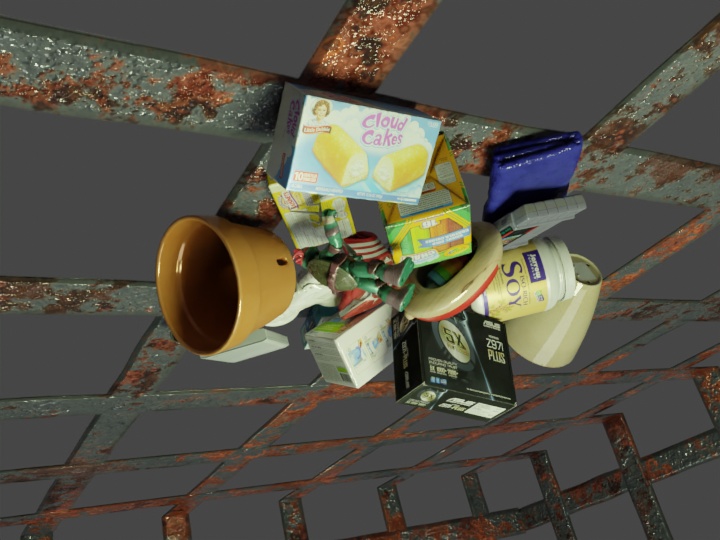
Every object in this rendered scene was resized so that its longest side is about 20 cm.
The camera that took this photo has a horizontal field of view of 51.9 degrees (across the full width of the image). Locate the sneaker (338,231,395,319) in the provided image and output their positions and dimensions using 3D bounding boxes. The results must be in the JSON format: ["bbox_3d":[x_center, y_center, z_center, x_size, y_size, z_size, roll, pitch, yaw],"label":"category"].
[{"bbox_3d":[0.000,0.000,1.251,0.078,0.116,0.200,-20,167,-35],"label":"sneaker"}]

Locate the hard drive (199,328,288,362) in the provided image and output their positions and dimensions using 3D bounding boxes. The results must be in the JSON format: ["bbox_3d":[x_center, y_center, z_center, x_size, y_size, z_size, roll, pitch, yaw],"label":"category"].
[{"bbox_3d":[-0.224,0.150,1.455,0.131,0.027,0.200,-17,169,3],"label":"hard drive"}]

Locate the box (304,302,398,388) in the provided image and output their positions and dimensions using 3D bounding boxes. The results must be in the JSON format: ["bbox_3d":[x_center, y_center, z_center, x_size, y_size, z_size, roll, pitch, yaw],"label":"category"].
[{"bbox_3d":[0.017,0.114,1.359,0.199,0.102,0.112,-33,-162,-30],"label":"box"}]

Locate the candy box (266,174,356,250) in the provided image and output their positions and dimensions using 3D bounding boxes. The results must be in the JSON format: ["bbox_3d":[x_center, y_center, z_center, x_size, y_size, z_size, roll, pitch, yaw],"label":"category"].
[{"bbox_3d":[-0.069,-0.095,1.113,0.101,0.027,0.200,-13,154,2],"label":"candy box"}]

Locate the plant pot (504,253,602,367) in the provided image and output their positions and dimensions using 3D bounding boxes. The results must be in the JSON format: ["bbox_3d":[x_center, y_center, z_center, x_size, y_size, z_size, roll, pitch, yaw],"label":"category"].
[{"bbox_3d":[0.416,0.067,1.552,0.186,0.188,0.201,-1,137,-27],"label":"plant pot"}]

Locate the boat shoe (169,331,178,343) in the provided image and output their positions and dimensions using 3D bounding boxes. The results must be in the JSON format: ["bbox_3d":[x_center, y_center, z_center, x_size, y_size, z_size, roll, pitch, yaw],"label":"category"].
[{"bbox_3d":[-0.262,0.079,1.299,0.067,0.072,0.199,7,149,-45],"label":"boat shoe"}]

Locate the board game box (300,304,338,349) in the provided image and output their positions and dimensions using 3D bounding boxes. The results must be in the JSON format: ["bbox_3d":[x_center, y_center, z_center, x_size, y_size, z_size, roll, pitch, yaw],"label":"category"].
[{"bbox_3d":[-0.008,0.100,1.508,0.198,0.047,0.151,-4,152,-21],"label":"board game box"}]

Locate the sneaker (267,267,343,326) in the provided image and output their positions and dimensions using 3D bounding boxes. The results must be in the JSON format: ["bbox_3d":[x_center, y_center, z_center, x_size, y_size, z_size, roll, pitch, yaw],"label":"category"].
[{"bbox_3d":[-0.110,0.032,1.308,0.198,0.075,0.100,-20,145,-6],"label":"sneaker"}]

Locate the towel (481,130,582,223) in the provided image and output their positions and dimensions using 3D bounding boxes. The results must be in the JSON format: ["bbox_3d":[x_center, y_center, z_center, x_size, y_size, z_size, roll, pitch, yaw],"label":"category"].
[{"bbox_3d":[0.266,-0.145,1.178,0.146,0.050,0.200,-17,156,-3],"label":"towel"}]

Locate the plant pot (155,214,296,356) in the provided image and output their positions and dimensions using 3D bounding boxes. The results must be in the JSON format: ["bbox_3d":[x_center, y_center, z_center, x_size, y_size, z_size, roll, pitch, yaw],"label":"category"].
[{"bbox_3d":[-0.191,0.014,1.099,0.139,0.201,0.200,-10,159,-49],"label":"plant pot"}]

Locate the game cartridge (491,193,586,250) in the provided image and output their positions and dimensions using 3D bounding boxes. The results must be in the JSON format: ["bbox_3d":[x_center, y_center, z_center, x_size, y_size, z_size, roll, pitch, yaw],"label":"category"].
[{"bbox_3d":[0.263,-0.068,1.229,0.129,0.039,0.200,-17,170,-27],"label":"game cartridge"}]

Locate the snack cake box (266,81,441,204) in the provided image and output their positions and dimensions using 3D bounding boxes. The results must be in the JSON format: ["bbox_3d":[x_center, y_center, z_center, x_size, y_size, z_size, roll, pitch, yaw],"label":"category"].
[{"bbox_3d":[-0.007,-0.155,0.923,0.198,0.067,0.116,3,113,-33],"label":"snack cake box"}]

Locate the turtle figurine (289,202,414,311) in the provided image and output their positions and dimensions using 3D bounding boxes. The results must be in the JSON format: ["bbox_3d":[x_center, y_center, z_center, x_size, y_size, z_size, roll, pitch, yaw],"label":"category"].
[{"bbox_3d":[-0.020,-0.012,1.083,0.199,0.101,0.150,23,167,19],"label":"turtle figurine"}]

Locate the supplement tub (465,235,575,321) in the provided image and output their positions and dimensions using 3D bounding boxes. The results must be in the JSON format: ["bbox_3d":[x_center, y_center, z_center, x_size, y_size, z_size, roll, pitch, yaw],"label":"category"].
[{"bbox_3d":[0.284,0.016,1.387,0.198,0.147,0.146,-14,154,-4],"label":"supplement tub"}]

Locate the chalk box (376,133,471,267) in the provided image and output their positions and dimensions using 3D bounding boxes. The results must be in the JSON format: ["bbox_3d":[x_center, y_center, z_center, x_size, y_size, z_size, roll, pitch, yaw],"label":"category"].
[{"bbox_3d":[0.092,-0.085,1.108,0.124,0.125,0.200,-16,154,3],"label":"chalk box"}]

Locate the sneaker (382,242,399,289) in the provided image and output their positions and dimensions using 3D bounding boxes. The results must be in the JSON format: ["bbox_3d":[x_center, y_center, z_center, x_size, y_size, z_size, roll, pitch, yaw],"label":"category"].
[{"bbox_3d":[0.113,-0.018,1.265,0.199,0.113,0.077,-34,149,33],"label":"sneaker"}]

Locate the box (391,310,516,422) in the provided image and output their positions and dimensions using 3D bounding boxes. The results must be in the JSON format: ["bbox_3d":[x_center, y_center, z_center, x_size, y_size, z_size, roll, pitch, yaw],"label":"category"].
[{"bbox_3d":[0.161,0.157,1.287,0.198,0.165,0.086,17,142,-25],"label":"box"}]

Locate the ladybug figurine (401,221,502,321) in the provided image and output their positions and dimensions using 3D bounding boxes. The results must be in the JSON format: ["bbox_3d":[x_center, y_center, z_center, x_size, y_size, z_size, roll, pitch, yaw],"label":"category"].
[{"bbox_3d":[0.148,0.010,1.174,0.200,0.136,0.072,-42,126,-1],"label":"ladybug figurine"}]
